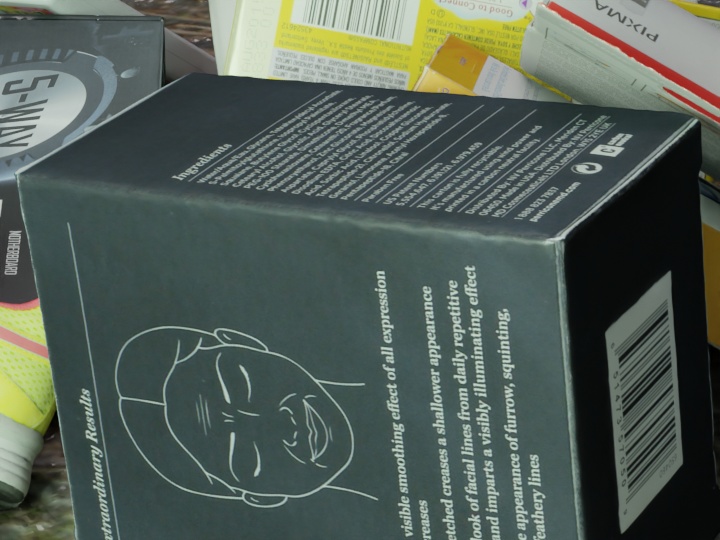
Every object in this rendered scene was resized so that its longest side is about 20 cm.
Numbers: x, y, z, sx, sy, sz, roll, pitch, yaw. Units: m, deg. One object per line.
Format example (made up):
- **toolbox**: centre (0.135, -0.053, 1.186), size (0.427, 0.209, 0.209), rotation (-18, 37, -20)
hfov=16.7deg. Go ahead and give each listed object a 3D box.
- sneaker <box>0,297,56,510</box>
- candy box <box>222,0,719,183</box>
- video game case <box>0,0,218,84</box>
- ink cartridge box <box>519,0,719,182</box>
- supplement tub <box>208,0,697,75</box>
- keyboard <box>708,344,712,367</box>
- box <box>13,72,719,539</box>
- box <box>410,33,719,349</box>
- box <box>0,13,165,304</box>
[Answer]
- **sneaker**: centre (-0.190, 0.003, 0.886), size (0.091, 0.199, 0.078), rotation (-60, 3, -18)
- **candy box**: centre (0.045, -0.070, 0.968), size (0.198, 0.103, 0.026), rotation (11, 2, -2)
- **video game case**: centre (-0.162, -0.111, 1.184), size (0.181, 0.024, 0.200), rotation (7, -10, 30)
- **ink cartridge box**: centre (0.134, -0.058, 0.839), size (0.160, 0.050, 0.200), rotation (30, -1, 3)
- **supplement tub**: centre (0.039, -0.082, 1.051), size (0.198, 0.141, 0.141), rotation (-8, 23, -3)
- **keyboard**: centre (0.046, 0.034, 0.936), size (0.199, 0.040, 0.104), rotation (11, 52, 33)
- **box**: centre (0.005, 0.028, 0.796), size (0.199, 0.150, 0.107), rotation (8, 27, 29)
- **box**: centre (0.105, -0.016, 0.886), size (0.199, 0.042, 0.119), rotation (31, 12, 0)
- **box**: centre (-0.161, -0.028, 1.002), size (0.159, 0.044, 0.201), rotation (1, 43, -2)
